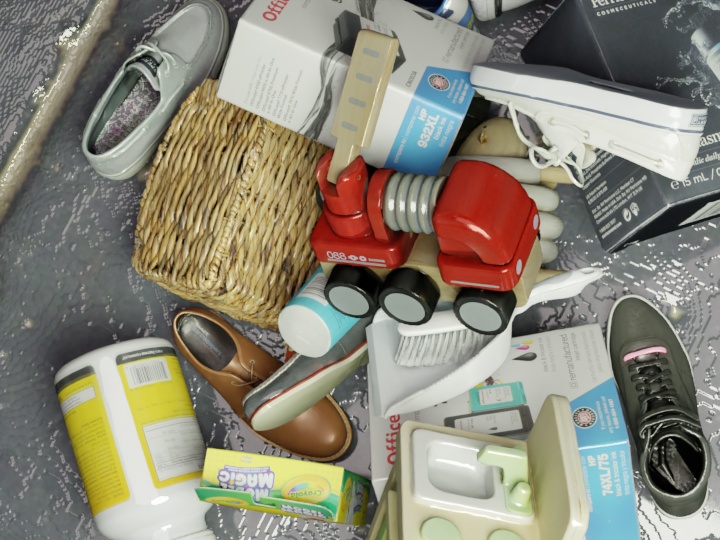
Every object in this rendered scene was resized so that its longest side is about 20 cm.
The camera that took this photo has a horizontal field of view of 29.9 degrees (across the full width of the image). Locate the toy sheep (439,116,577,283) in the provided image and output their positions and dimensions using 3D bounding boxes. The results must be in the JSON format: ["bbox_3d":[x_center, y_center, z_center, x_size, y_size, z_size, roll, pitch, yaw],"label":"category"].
[{"bbox_3d":[0.117,-0.035,1.179,0.137,0.138,0.201,2,85,8],"label":"toy sheep"}]

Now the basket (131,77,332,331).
[{"bbox_3d":[-0.104,-0.059,1.245,0.142,0.149,0.201,12,80,43],"label":"basket"}]

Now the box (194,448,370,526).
[{"bbox_3d":[-0.062,0.182,1.124,0.117,0.200,0.049,7,81,8],"label":"box"}]

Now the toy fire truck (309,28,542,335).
[{"bbox_3d":[0.044,-0.068,1.041,0.175,0.200,0.129,7,51,25],"label":"toy fire truck"}]

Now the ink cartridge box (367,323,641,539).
[{"bbox_3d":[0.115,0.157,1.106,0.199,0.147,0.147,-10,36,6],"label":"ink cartridge box"}]

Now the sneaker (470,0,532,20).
[{"bbox_3d":[0.145,-0.338,1.257,0.114,0.075,0.201,-9,84,5],"label":"sneaker"}]

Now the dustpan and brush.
[{"bbox_3d":[0.100,0.040,1.092,0.199,0.140,0.057,-12,122,3],"label":"dustpan and brush"}]

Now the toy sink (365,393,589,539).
[{"bbox_3d":[0.070,0.190,0.958,0.111,0.201,0.131,11,36,-9],"label":"toy sink"}]

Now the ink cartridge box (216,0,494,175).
[{"bbox_3d":[-0.002,-0.173,1.146,0.199,0.084,0.145,24,40,1],"label":"ink cartridge box"}]

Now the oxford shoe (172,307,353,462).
[{"bbox_3d":[-0.094,0.104,1.210,0.200,0.071,0.071,35,84,10],"label":"oxford shoe"}]

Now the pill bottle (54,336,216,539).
[{"bbox_3d":[-0.191,0.168,1.190,0.112,0.112,0.201,-20,78,4],"label":"pill bottle"}]

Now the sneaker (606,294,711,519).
[{"bbox_3d":[0.257,0.110,1.146,0.070,0.099,0.201,-14,77,7],"label":"sneaker"}]

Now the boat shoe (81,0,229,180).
[{"bbox_3d":[-0.193,-0.177,1.273,0.070,0.072,0.201,32,86,12],"label":"boat shoe"}]

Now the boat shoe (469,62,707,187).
[{"bbox_3d":[0.170,-0.108,1.057,0.201,0.074,0.087,19,110,30],"label":"boat shoe"}]

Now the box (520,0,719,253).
[{"bbox_3d":[0.274,-0.145,1.147,0.196,0.117,0.201,-17,77,-21],"label":"box"}]

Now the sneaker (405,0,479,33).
[{"bbox_3d":[0.008,-0.233,1.242,0.199,0.082,0.074,-4,57,7],"label":"sneaker"}]

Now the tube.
[{"bbox_3d":[0.000,0.000,1.176,0.077,0.050,0.200,39,44,4],"label":"tube"}]

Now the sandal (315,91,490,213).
[{"bbox_3d":[0.034,-0.112,1.233,0.201,0.057,0.080,-41,75,-18],"label":"sandal"}]

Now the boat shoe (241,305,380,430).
[{"bbox_3d":[-0.031,0.067,1.179,0.200,0.071,0.063,-35,77,-30],"label":"boat shoe"}]
